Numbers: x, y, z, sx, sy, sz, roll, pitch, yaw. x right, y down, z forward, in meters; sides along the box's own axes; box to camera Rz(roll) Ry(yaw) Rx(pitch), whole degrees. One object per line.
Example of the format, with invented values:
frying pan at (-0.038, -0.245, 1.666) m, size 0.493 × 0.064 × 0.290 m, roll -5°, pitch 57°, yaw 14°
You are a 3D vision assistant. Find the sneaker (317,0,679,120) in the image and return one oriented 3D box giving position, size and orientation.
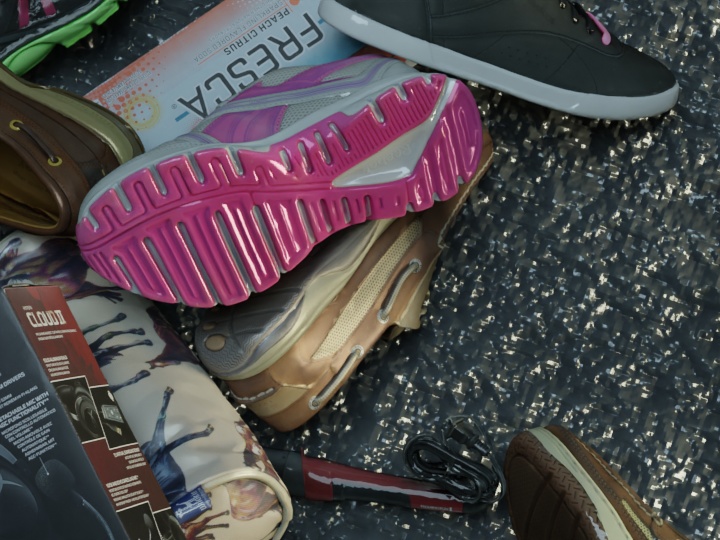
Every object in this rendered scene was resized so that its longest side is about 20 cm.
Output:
sneaker at (0.086, -0.141, 1.286) m, size 0.199 × 0.071 × 0.100 m, roll 15°, pitch 108°, yaw -22°

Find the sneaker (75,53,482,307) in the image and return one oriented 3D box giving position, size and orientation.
sneaker at (-0.045, -0.047, 1.251) m, size 0.199 × 0.082 × 0.088 m, roll -19°, pitch 26°, yaw -13°

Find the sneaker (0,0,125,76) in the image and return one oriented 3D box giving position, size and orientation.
sneaker at (-0.179, -0.156, 1.350) m, size 0.200 × 0.084 × 0.077 m, roll -42°, pitch 33°, yaw -11°

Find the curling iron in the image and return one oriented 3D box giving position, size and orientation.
curling iron at (-0.024, 0.092, 1.283) m, size 0.199 × 0.026 × 0.050 m, roll 2°, pitch 101°, yaw 16°

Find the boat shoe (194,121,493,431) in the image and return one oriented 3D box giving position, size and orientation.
boat shoe at (0.000, 0.000, 1.298) m, size 0.200 × 0.072 × 0.076 m, roll -45°, pitch 28°, yaw -24°

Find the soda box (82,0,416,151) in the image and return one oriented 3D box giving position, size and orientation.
soda box at (-0.053, -0.099, 1.337) m, size 0.200 × 0.064 × 0.069 m, roll -35°, pitch 71°, yaw -6°

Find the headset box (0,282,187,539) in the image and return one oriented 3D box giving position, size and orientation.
headset box at (-0.172, 0.110, 1.159) m, size 0.148 × 0.077 × 0.201 m, roll -30°, pitch 83°, yaw 11°

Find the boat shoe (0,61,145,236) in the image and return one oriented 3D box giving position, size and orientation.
boat shoe at (-0.202, -0.068, 1.278) m, size 0.199 × 0.072 × 0.068 m, roll 22°, pitch 32°, yaw 21°

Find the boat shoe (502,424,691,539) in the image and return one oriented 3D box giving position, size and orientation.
boat shoe at (0.143, 0.156, 1.235) m, size 0.075 × 0.075 × 0.203 m, roll -17°, pitch 64°, yaw -30°

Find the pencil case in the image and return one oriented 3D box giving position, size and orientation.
pencil case at (-0.118, 0.063, 1.259) m, size 0.089 × 0.078 × 0.200 m, roll -15°, pitch 51°, yaw -32°
